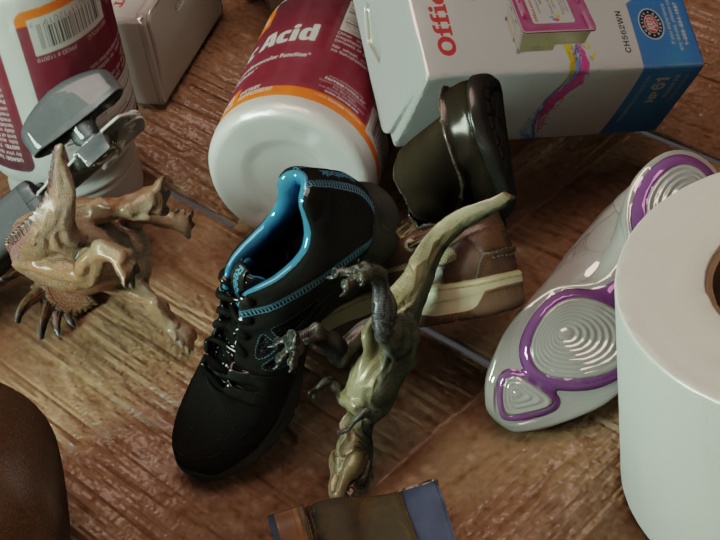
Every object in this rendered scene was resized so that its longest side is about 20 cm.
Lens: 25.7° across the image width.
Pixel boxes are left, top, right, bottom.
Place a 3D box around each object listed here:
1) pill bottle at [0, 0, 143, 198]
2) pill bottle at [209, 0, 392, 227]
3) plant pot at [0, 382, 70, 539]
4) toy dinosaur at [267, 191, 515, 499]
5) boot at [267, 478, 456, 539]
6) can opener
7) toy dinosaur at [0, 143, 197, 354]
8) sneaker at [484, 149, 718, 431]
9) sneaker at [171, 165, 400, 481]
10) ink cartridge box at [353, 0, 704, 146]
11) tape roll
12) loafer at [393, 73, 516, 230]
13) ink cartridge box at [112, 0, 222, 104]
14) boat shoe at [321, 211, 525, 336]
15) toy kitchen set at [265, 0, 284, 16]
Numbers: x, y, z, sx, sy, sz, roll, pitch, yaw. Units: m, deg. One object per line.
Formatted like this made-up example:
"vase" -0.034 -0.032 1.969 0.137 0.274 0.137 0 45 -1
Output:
"pill bottle" -0.217 -0.134 1.097 0.113 0.202 0.115 -5 40 4
"pill bottle" -0.026 -0.125 1.103 0.113 0.115 0.201 3 41 14
"plant pot" -0.224 0.146 0.812 0.184 0.189 0.201 -4 25 6
"toy dinosaur" 0.007 0.033 0.873 0.088 0.202 0.047 19 11 -40
"boot" 0.021 0.177 0.784 0.096 0.075 0.201 -19 39 -6
"can opener" -0.227 -0.052 1.047 0.199 0.053 0.067 -39 84 7
"toy dinosaur" -0.180 -0.010 0.989 0.134 0.200 0.087 3 71 17
"sneaker" 0.146 0.021 0.954 0.075 0.100 0.200 41 76 4
"sneaker" -0.061 0.027 0.901 0.073 0.082 0.201 36 100 38
"ink cartridge box" 0.104 -0.168 1.035 0.198 0.085 0.146 -6 66 -18
"tape roll" 0.234 0.057 0.830 0.200 0.140 0.204 -5 41 5
"loafer" 0.055 -0.057 0.971 0.070 0.200 0.074 -6 71 1
"ink cartridge box" -0.229 -0.211 1.282 0.198 0.085 0.146 4 42 18
"boat shoe" 0.003 -0.001 0.957 0.200 0.076 0.075 -10 2 25
"toy kitchen set" 0.006 -0.291 1.250 0.198 0.182 0.163 -26 43 -12
